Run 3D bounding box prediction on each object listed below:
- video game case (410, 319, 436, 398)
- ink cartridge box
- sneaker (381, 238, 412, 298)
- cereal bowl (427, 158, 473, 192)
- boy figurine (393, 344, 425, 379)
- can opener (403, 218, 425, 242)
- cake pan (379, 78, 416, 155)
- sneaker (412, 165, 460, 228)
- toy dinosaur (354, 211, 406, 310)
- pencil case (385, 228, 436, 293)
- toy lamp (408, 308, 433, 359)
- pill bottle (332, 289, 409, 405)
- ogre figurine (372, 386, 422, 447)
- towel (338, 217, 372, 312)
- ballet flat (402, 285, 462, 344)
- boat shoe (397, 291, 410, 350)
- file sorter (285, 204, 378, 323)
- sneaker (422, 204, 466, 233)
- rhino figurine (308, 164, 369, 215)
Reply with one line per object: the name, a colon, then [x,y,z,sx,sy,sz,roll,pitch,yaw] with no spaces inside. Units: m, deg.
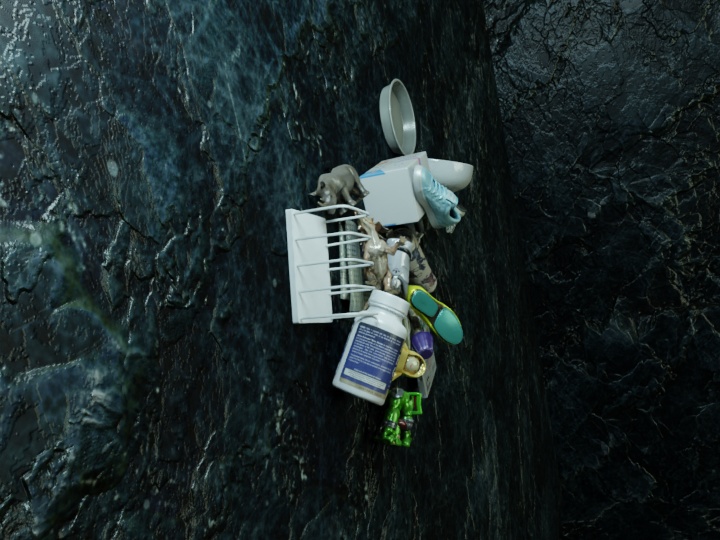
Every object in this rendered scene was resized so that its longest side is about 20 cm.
video game case: [0.163,0.207,1.770,0.200,0.021,0.187,-47,127,-71]
ink cartridge box: [0.095,-0.198,1.624,0.200,0.125,0.128,-48,127,-61]
sneaker: [0.076,0.004,1.538,0.200,0.073,0.118,87,14,-78]
cereal bowl: [0.203,-0.251,1.820,0.199,0.195,0.086,-4,104,-66]
boy figurine: [0.064,0.192,1.459,0.198,0.064,0.127,29,76,-40]
can opener: [0.132,-0.112,1.749,0.067,0.052,0.200,48,-2,12]
cake pan: [0.099,-0.401,1.797,0.199,0.036,0.207,-7,90,-67]
sneaker: [0.180,-0.175,1.554,0.201,0.080,0.076,52,38,-51]
toy dinosaur: [0.032,-0.023,1.428,0.135,0.083,0.206,-139,-130,-67]
pencil case: [0.126,-0.022,1.710,0.078,0.089,0.201,-48,137,-14]
toy lamp: [0.136,0.130,1.627,0.202,0.057,0.059,-104,169,-49]
pill bottle: [0.027,0.148,1.319,0.111,0.109,0.205,34,74,-60]
ogre figurine: [0.088,0.328,1.509,0.198,0.096,0.123,27,70,-50]
towel: [0.000,0.000,1.480,0.192,0.034,0.206,15,68,-68]
ballet flat: [0.167,0.099,1.585,0.200,0.067,0.067,43,80,-30]
boat shoe: [0.087,0.144,1.579,0.068,0.073,0.206,2,88,-71]
file sorter: [-0.047,-0.011,1.247,0.138,0.121,0.206,8,76,-66]
sneaker: [0.172,-0.154,1.744,0.076,0.197,0.091,12,102,-60]
rhino figurine: [-0.047,-0.159,1.358,0.088,0.059,0.200,54,29,-5]
